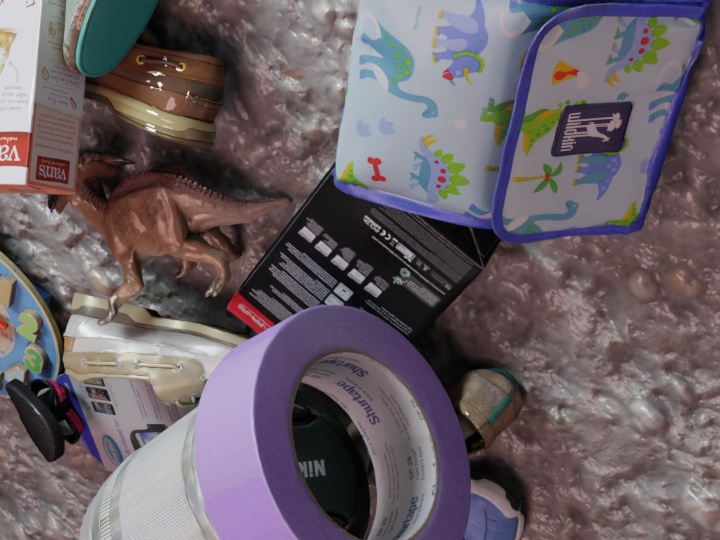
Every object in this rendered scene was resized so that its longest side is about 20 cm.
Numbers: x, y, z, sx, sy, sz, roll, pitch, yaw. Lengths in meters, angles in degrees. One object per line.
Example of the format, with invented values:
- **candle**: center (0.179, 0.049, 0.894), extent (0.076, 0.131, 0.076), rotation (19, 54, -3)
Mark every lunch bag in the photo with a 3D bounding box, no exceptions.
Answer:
- **lunch bag**: center (0.094, -0.115, 0.996), extent (0.198, 0.128, 0.171), rotation (14, 130, 5)

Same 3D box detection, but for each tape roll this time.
- **tape roll**: center (-0.016, 0.128, 1.128), extent (0.065, 0.200, 0.201), rotation (-27, 108, 41)

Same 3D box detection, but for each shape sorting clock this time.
- **shape sorting clock**: center (-0.343, 0.035, 1.442), extent (0.198, 0.039, 0.202), rotation (17, 131, 20)

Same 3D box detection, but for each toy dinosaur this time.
- **toy dinosaur**: center (-0.157, -0.047, 1.234), extent (0.198, 0.086, 0.137), rotation (-12, 110, 32)

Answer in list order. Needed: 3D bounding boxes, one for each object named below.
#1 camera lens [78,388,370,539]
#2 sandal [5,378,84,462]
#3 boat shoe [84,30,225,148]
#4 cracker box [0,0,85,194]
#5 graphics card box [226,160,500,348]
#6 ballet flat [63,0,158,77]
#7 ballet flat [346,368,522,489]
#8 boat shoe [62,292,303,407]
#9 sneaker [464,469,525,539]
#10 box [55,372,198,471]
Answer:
- **camera lens**: center (-0.102, 0.186, 1.251), extent (0.160, 0.160, 0.200), rotation (46, 131, -9)
- **sandal**: center (-0.265, 0.123, 1.422), extent (0.076, 0.045, 0.200), rotation (59, 167, 3)
- **boat shoe**: center (-0.176, -0.152, 1.177), extent (0.199, 0.072, 0.068), rotation (26, 102, 23)
- **cracker box**: center (-0.254, -0.155, 1.144), extent (0.133, 0.058, 0.203), rotation (2, 87, 30)
- **graphics card box**: center (0.000, 0.000, 1.189), extent (0.125, 0.051, 0.200), rotation (38, 137, -1)
- **ballet flat**: center (-0.152, -0.224, 1.088), extent (0.071, 0.069, 0.201), rotation (45, 122, 23)
- **ballet flat**: center (0.039, 0.131, 1.257), extent (0.068, 0.067, 0.200), rotation (44, 136, -9)
- **boat shoe**: center (-0.136, 0.072, 1.293), extent (0.198, 0.075, 0.069), rotation (13, 87, 15)
- **sneaker**: center (0.068, 0.234, 1.315), extent (0.075, 0.077, 0.201), rotation (33, 134, 7)
- **box**: center (-0.163, 0.123, 1.401), extent (0.198, 0.042, 0.120), rotation (7, 128, 31)
